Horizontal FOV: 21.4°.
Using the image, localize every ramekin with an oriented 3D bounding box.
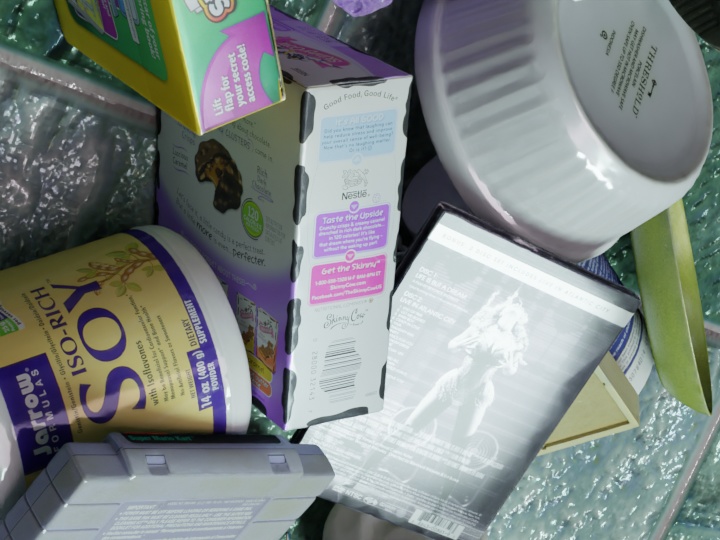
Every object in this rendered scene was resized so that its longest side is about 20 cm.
[{"bbox_3d":[0.132,-0.113,1.164,0.202,0.094,0.204,21,60,-40],"label":"ramekin"}]

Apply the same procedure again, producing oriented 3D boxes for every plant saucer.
[{"bbox_3d":[0.209,0.002,1.301,0.031,0.201,0.201,-10,125,13],"label":"plant saucer"}]

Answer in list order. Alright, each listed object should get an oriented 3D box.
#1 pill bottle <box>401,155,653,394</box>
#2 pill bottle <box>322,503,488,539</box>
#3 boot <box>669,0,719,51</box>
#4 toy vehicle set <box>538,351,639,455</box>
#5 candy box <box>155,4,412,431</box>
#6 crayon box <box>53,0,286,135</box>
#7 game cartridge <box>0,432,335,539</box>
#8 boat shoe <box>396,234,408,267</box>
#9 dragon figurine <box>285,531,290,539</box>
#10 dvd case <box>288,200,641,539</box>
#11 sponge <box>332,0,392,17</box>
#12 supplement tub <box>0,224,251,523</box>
[{"bbox_3d":[0.108,0.009,1.256,0.111,0.111,0.200,-45,129,-9],"label":"pill bottle"},{"bbox_3d":[0.030,0.242,1.298,0.110,0.111,0.201,-25,138,-24],"label":"pill bottle"},{"bbox_3d":[0.247,-0.192,1.214,0.077,0.201,0.138,-30,138,25],"label":"boot"},{"bbox_3d":[0.066,0.083,1.235,0.199,0.027,0.124,-18,132,22],"label":"toy vehicle set"},{"bbox_3d":[-0.050,-0.037,1.088,0.071,0.168,0.202,-10,117,-31],"label":"candy box"},{"bbox_3d":[-0.117,-0.192,0.966,0.058,0.172,0.201,-25,124,-23],"label":"crayon box"},{"bbox_3d":[-0.116,0.141,1.051,0.199,0.038,0.130,7,127,-51],"label":"game cartridge"},{"bbox_3d":[-0.001,0.000,1.167,0.074,0.068,0.201,-2,91,-75],"label":"boat shoe"},{"bbox_3d":[-0.060,0.212,1.238,0.099,0.059,0.201,-11,141,-21],"label":"dragon figurine"},{"bbox_3d":[0.057,0.069,1.149,0.148,0.016,0.201,23,111,-25],"label":"dvd case"},{"bbox_3d":[-0.023,-0.219,1.067,0.200,0.111,0.030,32,48,-41],"label":"sponge"},{"bbox_3d":[-0.177,0.068,1.062,0.199,0.145,0.146,-19,121,-27],"label":"supplement tub"}]
